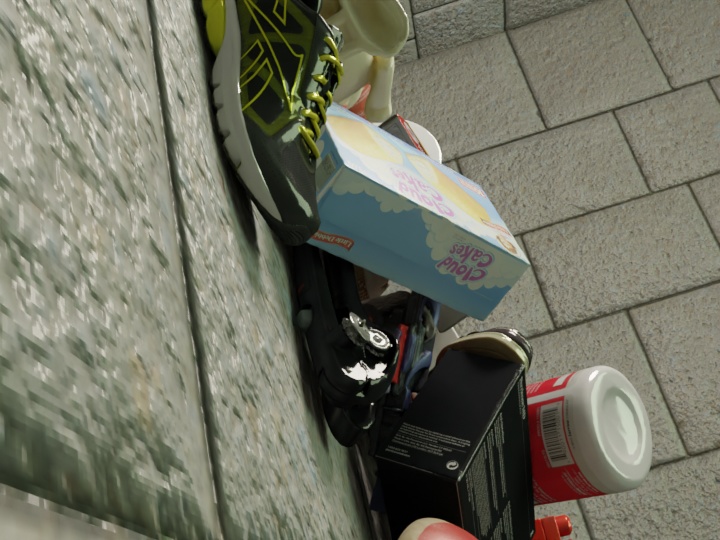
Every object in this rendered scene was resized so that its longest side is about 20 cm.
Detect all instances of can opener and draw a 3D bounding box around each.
[{"bbox_3d":[-0.023,0.025,0.579,0.063,0.079,0.202,22,34,-33],"label":"can opener"}]

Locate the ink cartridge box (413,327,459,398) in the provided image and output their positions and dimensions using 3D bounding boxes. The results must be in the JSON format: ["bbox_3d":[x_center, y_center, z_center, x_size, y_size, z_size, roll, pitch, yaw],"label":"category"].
[{"bbox_3d":[0.077,0.119,0.992,0.147,0.087,0.200,59,-6,8],"label":"ink cartridge box"}]

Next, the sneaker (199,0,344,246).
[{"bbox_3d":[-0.046,-0.115,0.496,0.075,0.083,0.204,64,11,-68],"label":"sneaker"}]

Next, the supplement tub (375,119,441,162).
[{"bbox_3d":[0.043,-0.103,1.169,0.201,0.137,0.143,99,-20,-57],"label":"supplement tub"}]

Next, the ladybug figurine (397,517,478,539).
[{"bbox_3d":[0.071,0.252,0.547,0.202,0.071,0.137,65,32,-35],"label":"ladybug figurine"}]

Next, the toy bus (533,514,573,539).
[{"bbox_3d":[0.151,0.309,0.954,0.136,0.188,0.204,61,11,-68],"label":"toy bus"}]

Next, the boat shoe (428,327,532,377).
[{"bbox_3d":[0.112,0.090,0.771,0.072,0.065,0.201,43,-26,7],"label":"boat shoe"}]

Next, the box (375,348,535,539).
[{"bbox_3d":[0.089,0.194,0.688,0.141,0.078,0.203,-43,133,-43],"label":"box"}]

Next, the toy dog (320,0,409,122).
[{"bbox_3d":[-0.048,-0.211,0.757,0.196,0.138,0.200,55,0,6],"label":"toy dog"}]

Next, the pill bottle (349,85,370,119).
[{"bbox_3d":[-0.046,-0.283,1.107,0.113,0.110,0.202,-103,175,-50],"label":"pill bottle"}]

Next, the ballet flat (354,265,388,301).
[{"bbox_3d":[0.000,0.000,0.920,0.201,0.064,0.072,-96,173,-69],"label":"ballet flat"}]

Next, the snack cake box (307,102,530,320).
[{"bbox_3d":[0.031,-0.049,0.641,0.198,0.068,0.116,24,27,-34],"label":"snack cake box"}]

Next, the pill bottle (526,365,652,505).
[{"bbox_3d":[0.172,0.170,0.791,0.111,0.198,0.115,19,59,-36],"label":"pill bottle"}]

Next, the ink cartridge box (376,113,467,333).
[{"bbox_3d":[0.068,-0.054,0.858,0.202,0.083,0.176,57,10,-2],"label":"ink cartridge box"}]

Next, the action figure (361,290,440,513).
[{"bbox_3d":[0.012,0.103,0.715,0.194,0.102,0.204,52,50,-66],"label":"action figure"}]
